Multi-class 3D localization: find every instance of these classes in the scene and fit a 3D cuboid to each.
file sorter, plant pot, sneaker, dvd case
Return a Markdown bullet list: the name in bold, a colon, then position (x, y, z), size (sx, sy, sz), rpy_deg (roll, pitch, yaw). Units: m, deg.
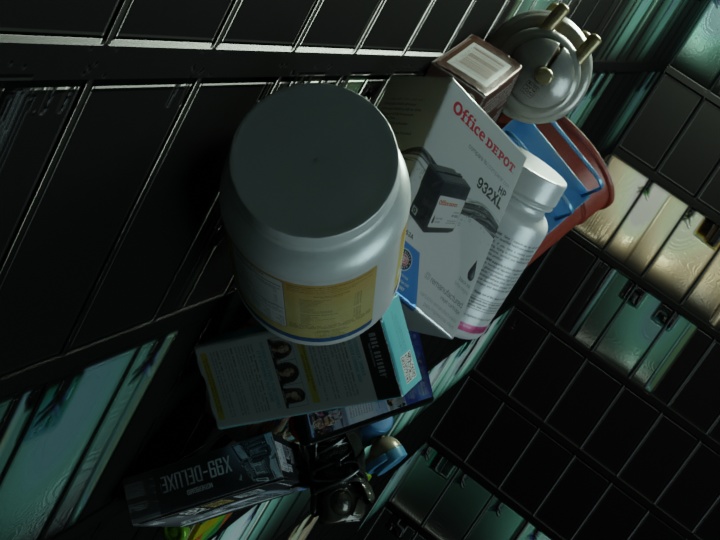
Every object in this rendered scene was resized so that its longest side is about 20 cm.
- **file sorter**: position (0.176, -0.086, 1.432), size (0.199, 0.139, 0.123), rpy_deg (-40, 179, -3)
- **plant pot**: position (0.204, -0.096, 1.580), size (0.195, 0.201, 0.201), rpy_deg (-43, 165, -12)
- **sneaker**: position (-0.025, 0.184, 1.214), size (0.115, 0.075, 0.202), rpy_deg (-109, -168, -55)
- **dvd case**: position (-0.005, 0.085, 1.193), size (0.017, 0.145, 0.198), rpy_deg (-13, 178, 42)

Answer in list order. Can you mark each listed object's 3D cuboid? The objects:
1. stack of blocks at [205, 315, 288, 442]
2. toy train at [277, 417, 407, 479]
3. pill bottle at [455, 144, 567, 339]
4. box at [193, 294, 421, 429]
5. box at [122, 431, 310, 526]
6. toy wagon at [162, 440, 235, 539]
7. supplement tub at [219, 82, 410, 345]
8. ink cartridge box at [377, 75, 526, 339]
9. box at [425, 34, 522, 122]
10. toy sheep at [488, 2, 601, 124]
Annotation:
- **stack of blocks**: position (-0.107, 0.121, 1.242), size (0.115, 0.058, 0.201), rpy_deg (-47, 165, -31)
- **toy train**: position (-0.029, 0.211, 1.375), size (0.084, 0.117, 0.200), rpy_deg (-14, 156, -44)
- **pill bottle**: position (0.136, -0.035, 1.295), size (0.202, 0.113, 0.113), rpy_deg (-59, 167, 19)
- **box**: position (-0.050, 0.084, 1.059), size (0.197, 0.084, 0.049), rpy_deg (-13, -173, 27)
- **box**: position (-0.140, 0.220, 1.214), size (0.155, 0.050, 0.200), rpy_deg (-18, 166, 2)
- **toy wagon**: position (-0.180, 0.281, 1.424), size (0.202, 0.039, 0.155), rpy_deg (-61, 166, 22)
- **supplement tub**: position (-0.034, -0.039, 0.909), size (0.145, 0.144, 0.201), rpy_deg (-50, 166, -19)
- **ink cartridge box**: position (0.059, -0.060, 1.104), size (0.145, 0.083, 0.202), rpy_deg (37, 71, -42)
- **box**: position (0.092, -0.144, 1.274), size (0.100, 0.074, 0.202), rpy_deg (-41, 159, -48)
- **toy sheep**: position (0.201, -0.230, 1.316), size (0.139, 0.137, 0.200), rpy_deg (-57, 179, 13)
